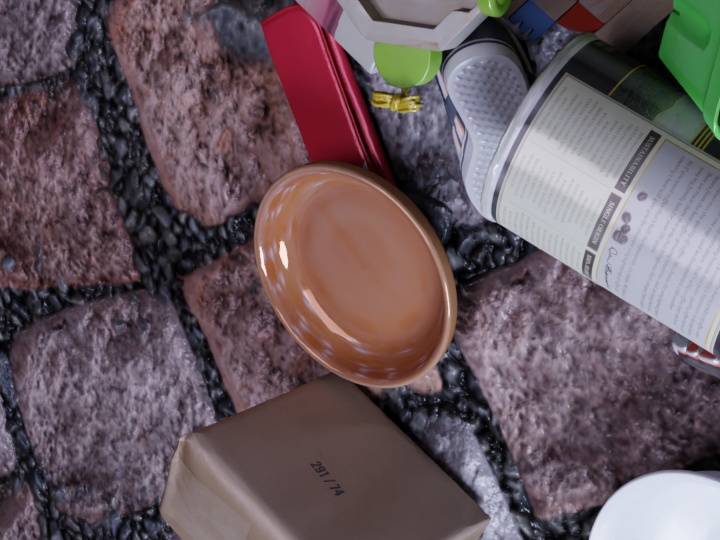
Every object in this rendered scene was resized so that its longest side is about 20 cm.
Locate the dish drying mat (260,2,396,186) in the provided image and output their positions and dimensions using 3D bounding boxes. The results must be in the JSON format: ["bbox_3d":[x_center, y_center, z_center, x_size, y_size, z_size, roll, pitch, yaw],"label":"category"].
[{"bbox_3d":[-0.024,-0.124,1.614,0.077,0.018,0.201,-21,90,45],"label":"dish drying mat"}]

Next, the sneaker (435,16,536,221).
[{"bbox_3d":[0.100,-0.120,1.440,0.200,0.078,0.080,72,-176,-52],"label":"sneaker"}]

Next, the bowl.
[{"bbox_3d":[0.269,0.226,1.416,0.201,0.090,0.202,15,113,38],"label":"bowl"}]

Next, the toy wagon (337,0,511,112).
[{"bbox_3d":[0.034,-0.209,1.341,0.155,0.040,0.201,13,110,32],"label":"toy wagon"}]

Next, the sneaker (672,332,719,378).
[{"bbox_3d":[0.300,0.079,1.351,0.200,0.077,0.082,16,135,49],"label":"sneaker"}]

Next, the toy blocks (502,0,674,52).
[{"bbox_3d":[0.142,-0.220,1.359,0.200,0.100,0.137,40,133,-11],"label":"toy blocks"}]

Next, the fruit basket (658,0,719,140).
[{"bbox_3d":[0.305,-0.171,1.219,0.215,0.155,0.216,16,109,55],"label":"fruit basket"}]

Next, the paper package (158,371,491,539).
[{"bbox_3d":[-0.030,0.200,1.610,0.200,0.190,0.104,43,131,24],"label":"paper package"}]

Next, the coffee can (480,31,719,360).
[{"bbox_3d":[0.201,-0.048,1.306,0.200,0.146,0.147,32,125,16],"label":"coffee can"}]

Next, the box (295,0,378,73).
[{"bbox_3d":[0.000,-0.259,1.459,0.200,0.128,0.109,46,127,17],"label":"box"}]

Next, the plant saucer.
[{"bbox_3d":[0.000,0.000,1.604,0.200,0.037,0.201,21,127,31],"label":"plant saucer"}]
